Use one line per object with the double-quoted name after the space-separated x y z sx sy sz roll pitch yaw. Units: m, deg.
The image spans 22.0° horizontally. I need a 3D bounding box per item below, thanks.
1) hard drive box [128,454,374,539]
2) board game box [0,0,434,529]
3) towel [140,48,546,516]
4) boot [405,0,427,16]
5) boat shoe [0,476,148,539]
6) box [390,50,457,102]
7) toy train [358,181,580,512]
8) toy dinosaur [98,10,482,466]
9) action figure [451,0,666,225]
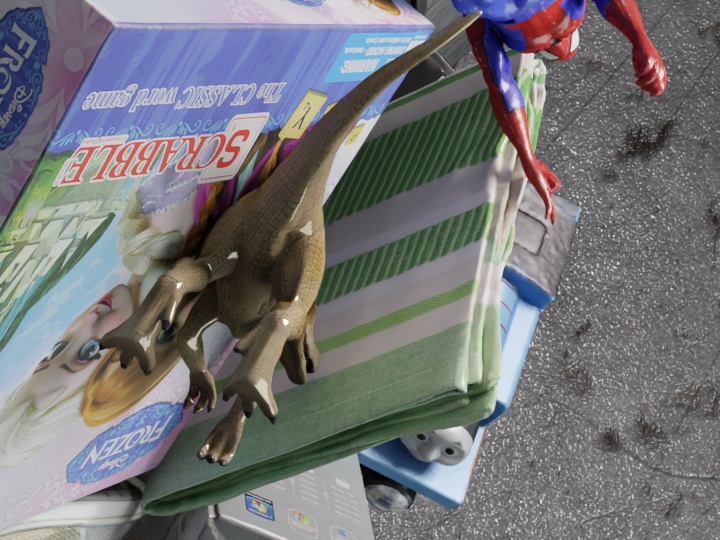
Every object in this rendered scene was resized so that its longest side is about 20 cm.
-0.069 0.121 0.796 0.156 0.076 0.200 -60 -161 21 "hard drive box"
-0.081 -0.004 0.568 0.200 0.041 0.200 -57 163 21 "board game box"
0.000 0.000 0.719 0.152 0.023 0.201 -21 -145 29 "towel"
-0.068 -0.048 0.707 0.200 0.077 0.168 -40 -176 22 "boot"
-0.145 0.095 0.654 0.202 0.074 0.065 -5 120 -67 "boat shoe"
-0.019 -0.066 1.008 0.148 0.124 0.200 -43 -179 0 "box"
0.052 0.038 1.035 0.114 0.086 0.201 -50 -165 58 "toy train"
-0.029 -0.006 0.564 0.101 0.058 0.200 -60 177 -31 "toy dinosaur"
0.064 -0.078 0.633 0.065 0.100 0.200 -28 173 11 "action figure"
